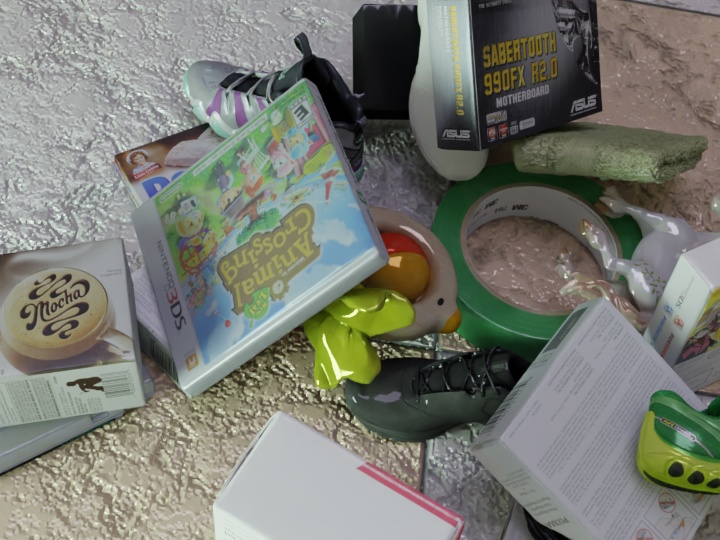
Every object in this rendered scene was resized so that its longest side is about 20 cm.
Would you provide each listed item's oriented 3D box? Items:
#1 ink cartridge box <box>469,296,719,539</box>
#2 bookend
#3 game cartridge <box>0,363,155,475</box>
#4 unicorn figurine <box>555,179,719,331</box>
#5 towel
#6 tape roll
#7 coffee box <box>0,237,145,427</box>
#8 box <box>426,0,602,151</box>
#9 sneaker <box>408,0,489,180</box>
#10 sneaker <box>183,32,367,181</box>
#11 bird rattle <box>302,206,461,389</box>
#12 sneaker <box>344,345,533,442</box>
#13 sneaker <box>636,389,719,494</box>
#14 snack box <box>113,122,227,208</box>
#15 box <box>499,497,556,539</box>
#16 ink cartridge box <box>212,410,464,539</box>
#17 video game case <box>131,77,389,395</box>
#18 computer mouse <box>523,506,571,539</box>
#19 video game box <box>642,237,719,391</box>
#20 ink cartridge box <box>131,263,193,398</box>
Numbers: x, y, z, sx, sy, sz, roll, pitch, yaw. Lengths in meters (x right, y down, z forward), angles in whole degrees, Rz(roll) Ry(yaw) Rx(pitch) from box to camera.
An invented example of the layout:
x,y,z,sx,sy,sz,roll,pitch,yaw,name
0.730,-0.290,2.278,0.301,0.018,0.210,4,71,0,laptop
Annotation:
x,y,z,sx,sy,sz,roll,pitch,yaw,name
0.202,0.146,0.943,0.200,0.057,0.163,48,59,-8,ink cartridge box
0.075,-0.247,1.188,0.199,0.092,0.200,-1,91,-8,bookend
-0.281,0.094,0.993,0.199,0.038,0.130,-25,65,-23,game cartridge
0.261,-0.021,1.073,0.137,0.074,0.200,33,71,10,unicorn figurine
0.233,-0.109,1.133,0.148,0.037,0.200,9,14,25,towel
0.159,-0.009,1.115,0.199,0.048,0.201,3,54,-5,tape roll
-0.273,0.054,0.946,0.199,0.080,0.114,-7,59,-8,coffee box
0.139,-0.200,1.072,0.048,0.160,0.199,8,20,40,box
0.084,-0.182,1.099,0.075,0.088,0.202,-5,91,-8,sneaker
-0.073,-0.167,1.109,0.199,0.140,0.078,30,57,11,sneaker
0.000,0.000,1.025,0.162,0.113,0.201,2,44,-24,bird rattle
0.087,0.094,1.005,0.198,0.091,0.076,2,59,-5,sneaker
0.301,0.132,0.926,0.199,0.074,0.084,14,70,-21,sneaker
-0.127,-0.110,1.164,0.199,0.024,0.072,-23,62,-22,snack box
0.109,0.254,0.924,0.041,0.039,0.201,20,54,7,box
-0.021,0.203,0.844,0.145,0.200,0.085,29,61,13,ink cartridge box
-0.087,-0.028,0.974,0.200,0.022,0.183,-35,57,19,video game case
0.233,0.198,0.961,0.199,0.046,0.141,-22,75,-35,computer mouse
0.329,0.023,1.032,0.199,0.183,0.047,-21,60,-22,video game box
-0.106,0.009,1.066,0.109,0.050,0.200,41,58,21,ink cartridge box
